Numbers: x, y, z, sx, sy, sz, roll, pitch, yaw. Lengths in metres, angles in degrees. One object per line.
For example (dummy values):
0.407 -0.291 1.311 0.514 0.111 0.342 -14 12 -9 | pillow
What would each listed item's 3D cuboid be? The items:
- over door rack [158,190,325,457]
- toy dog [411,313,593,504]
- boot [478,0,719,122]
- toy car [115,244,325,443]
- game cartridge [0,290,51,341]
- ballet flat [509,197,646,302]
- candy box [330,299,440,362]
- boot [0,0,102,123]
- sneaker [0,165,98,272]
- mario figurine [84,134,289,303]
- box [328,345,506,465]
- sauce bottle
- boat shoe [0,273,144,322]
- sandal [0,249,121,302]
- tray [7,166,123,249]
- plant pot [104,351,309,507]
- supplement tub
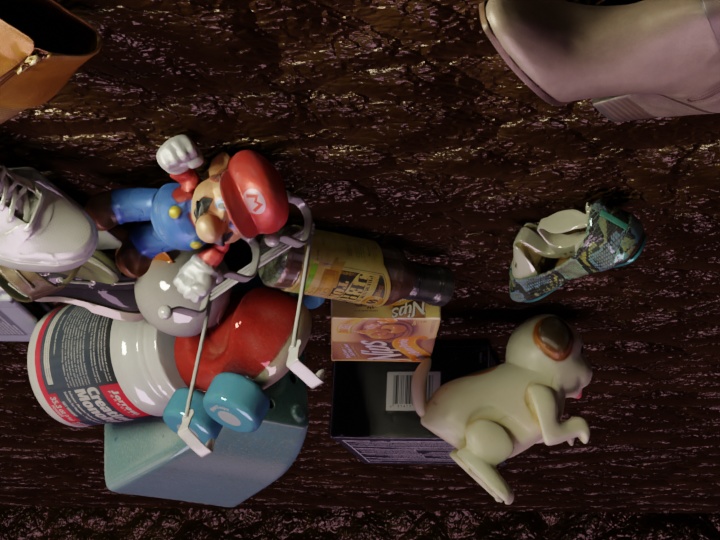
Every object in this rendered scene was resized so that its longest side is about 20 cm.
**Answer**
-0.105 0.038 1.358 0.147 0.201 0.066 -33 132 29 | over door rack
0.175 0.139 1.771 0.194 0.200 0.140 44 174 13 | toy dog
0.188 -0.151 0.993 0.146 0.071 0.199 -19 156 35 | boot
-0.163 0.035 1.537 0.200 0.185 0.177 38 150 -19 | toy car
-0.423 0.040 1.731 0.132 0.042 0.200 4 164 5 | game cartridge
0.181 -0.023 1.444 0.074 0.075 0.200 10 160 -27 | ballet flat
0.025 0.053 1.704 0.115 0.056 0.200 1 164 -1 | candy box
-0.283 -0.152 1.023 0.200 0.071 0.144 9 156 -35 | boot
-0.298 -0.063 1.252 0.199 0.074 0.116 21 158 -14 | sneaker
-0.147 -0.041 1.301 0.199 0.107 0.123 -13 156 38 | mario figurine
0.079 0.174 1.996 0.199 0.124 0.198 0 163 12 | box
0.000 0.000 1.512 0.199 0.065 0.065 10 162 -29 | sauce bottle
-0.294 -0.005 1.563 0.199 0.073 0.063 17 115 -30 | boat shoe
-0.325 0.001 1.469 0.199 0.058 0.080 4 164 -8 | sandal
-0.295 -0.055 1.417 0.107 0.022 0.200 -4 163 13 | tray
-0.165 0.150 1.834 0.195 0.198 0.199 15 151 -40 | plant pot
-0.252 0.093 1.712 0.199 0.141 0.140 -11 160 36 | supplement tub
